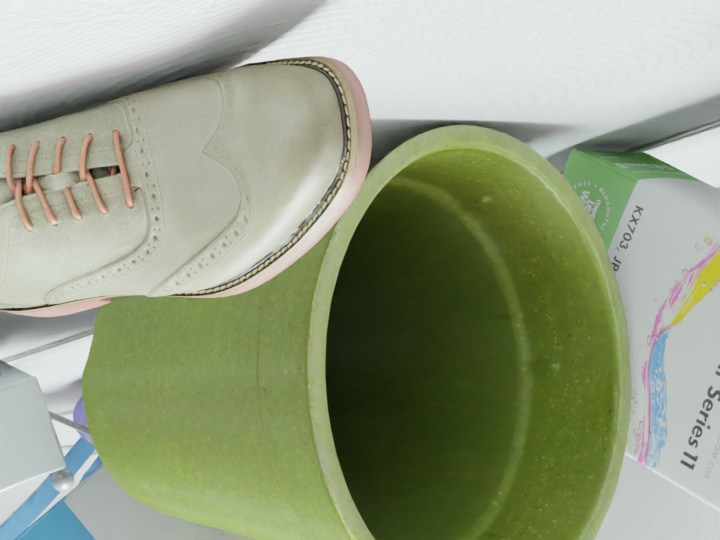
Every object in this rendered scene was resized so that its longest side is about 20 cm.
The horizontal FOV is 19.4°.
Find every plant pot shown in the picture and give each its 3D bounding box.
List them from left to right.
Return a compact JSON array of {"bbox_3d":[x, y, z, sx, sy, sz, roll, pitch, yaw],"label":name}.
[{"bbox_3d":[-0.017,0.048,0.915,0.190,0.201,0.200,-6,178,43],"label":"plant pot"}]

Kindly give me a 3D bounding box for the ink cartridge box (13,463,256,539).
[{"bbox_3d":[-0.052,0.133,1.065,0.200,0.125,0.129,-40,162,-6],"label":"ink cartridge box"}]

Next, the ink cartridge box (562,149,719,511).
[{"bbox_3d":[0.166,0.037,0.933,0.200,0.118,0.067,30,-162,35],"label":"ink cartridge box"}]

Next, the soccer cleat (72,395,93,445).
[{"bbox_3d":[-0.109,0.072,1.275,0.200,0.077,0.067,-1,-144,45],"label":"soccer cleat"}]

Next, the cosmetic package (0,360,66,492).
[{"bbox_3d":[-0.258,0.100,1.033,0.199,0.052,0.151,-20,-173,-18],"label":"cosmetic package"}]

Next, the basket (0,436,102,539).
[{"bbox_3d":[-0.136,0.157,1.383,0.199,0.139,0.176,2,-141,36],"label":"basket"}]

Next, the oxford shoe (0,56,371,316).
[{"bbox_3d":[-0.083,-0.022,0.690,0.200,0.071,0.074,-21,165,39],"label":"oxford shoe"}]

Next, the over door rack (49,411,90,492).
[{"bbox_3d":[-0.205,0.124,1.143,0.148,0.067,0.200,-30,-158,-38],"label":"over door rack"}]
